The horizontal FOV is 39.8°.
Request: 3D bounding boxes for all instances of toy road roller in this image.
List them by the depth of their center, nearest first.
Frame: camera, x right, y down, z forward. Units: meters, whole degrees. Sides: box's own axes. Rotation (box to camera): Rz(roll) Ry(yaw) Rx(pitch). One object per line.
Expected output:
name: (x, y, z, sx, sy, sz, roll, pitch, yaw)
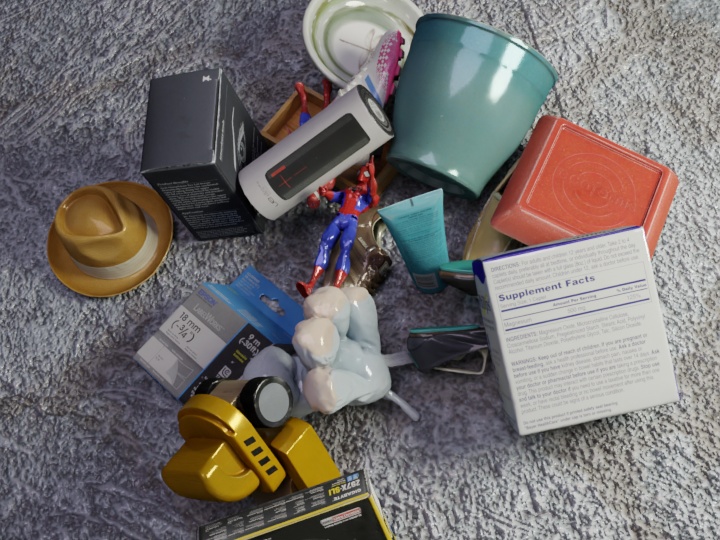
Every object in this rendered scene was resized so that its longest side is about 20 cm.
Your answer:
toy road roller: (-0.132, 0.220, 1.123, 0.123, 0.200, 0.146, -7, 33, 45)

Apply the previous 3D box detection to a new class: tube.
tube: (0.075, -0.035, 1.216, 0.077, 0.200, 0.051, -23, 62, 0)

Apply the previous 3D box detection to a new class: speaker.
speaker: (-0.059, -0.149, 1.277, 0.200, 0.081, 0.081, -33, 59, 18)

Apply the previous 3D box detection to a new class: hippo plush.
hippo plush: (-0.053, 0.109, 1.209, 0.160, 0.200, 0.160, -16, 71, 35)

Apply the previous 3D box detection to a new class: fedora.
fedora: (-0.364, -0.060, 1.402, 0.200, 0.082, 0.201, -5, 64, 11)

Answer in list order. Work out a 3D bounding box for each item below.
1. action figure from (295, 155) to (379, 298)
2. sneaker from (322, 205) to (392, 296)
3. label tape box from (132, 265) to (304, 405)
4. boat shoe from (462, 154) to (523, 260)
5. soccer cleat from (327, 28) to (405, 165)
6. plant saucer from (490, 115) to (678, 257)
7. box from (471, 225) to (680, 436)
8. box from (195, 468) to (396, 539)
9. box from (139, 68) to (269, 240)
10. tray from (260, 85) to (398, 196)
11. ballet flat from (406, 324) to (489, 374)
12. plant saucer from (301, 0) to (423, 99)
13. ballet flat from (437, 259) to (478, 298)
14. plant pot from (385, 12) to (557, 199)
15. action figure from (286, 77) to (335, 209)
action figure: (-0.026, -0.069, 1.249, 0.065, 0.099, 0.201, 9, 55, 18)
sneaker: (0.000, 0.000, 1.291, 0.075, 0.070, 0.201, 4, 66, 14)
label tape box: (-0.174, 0.089, 1.293, 0.144, 0.063, 0.200, 37, 78, 26)
boat shoe: (0.183, -0.073, 1.279, 0.071, 0.076, 0.201, 20, 71, 20)
soccer cleat: (0.005, -0.240, 1.339, 0.086, 0.070, 0.201, 13, 76, -1)
plant saucer: (0.287, -0.094, 1.235, 0.199, 0.037, 0.200, 26, 59, 5)
box: (0.239, 0.065, 1.129, 0.183, 0.105, 0.201, -12, 92, 1)
box: (-0.059, 0.320, 1.098, 0.199, 0.160, 0.049, -19, 32, 3)
box: (-0.204, -0.151, 1.341, 0.104, 0.200, 0.149, -6, 62, 13)
tray: (-0.036, -0.178, 1.408, 0.200, 0.037, 0.099, 32, 75, 24)
ballet flat: (0.157, 0.090, 1.217, 0.199, 0.073, 0.073, -10, 62, 2)
plant saucer: (0.008, -0.324, 1.437, 0.199, 0.050, 0.201, 7, 66, -15)
ballet flat: (0.195, 0.014, 1.223, 0.199, 0.068, 0.069, -9, 104, -6)
plant pot: (0.129, -0.202, 1.302, 0.199, 0.200, 0.189, 22, 87, 22)
action figure: (-0.065, -0.173, 1.368, 0.065, 0.052, 0.201, -5, 65, 6)
